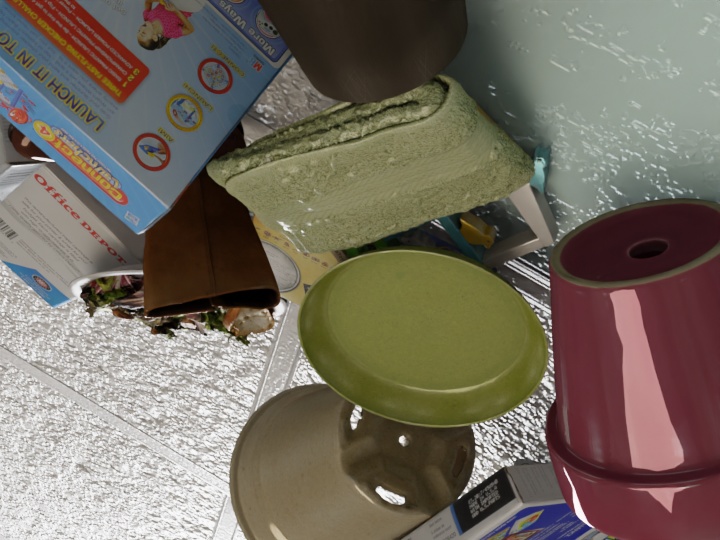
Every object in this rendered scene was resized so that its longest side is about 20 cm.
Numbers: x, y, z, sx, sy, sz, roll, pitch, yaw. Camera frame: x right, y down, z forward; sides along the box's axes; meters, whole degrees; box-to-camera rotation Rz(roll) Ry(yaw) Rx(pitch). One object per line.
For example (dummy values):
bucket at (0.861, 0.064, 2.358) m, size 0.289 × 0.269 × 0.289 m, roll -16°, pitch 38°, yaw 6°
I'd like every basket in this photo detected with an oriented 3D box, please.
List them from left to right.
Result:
basket at (-0.015, -0.213, 0.806) m, size 0.179 × 0.136 × 0.200 m, roll 0°, pitch 139°, yaw 23°

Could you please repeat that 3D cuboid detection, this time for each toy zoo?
toy zoo at (0.057, -0.051, 1.003) m, size 0.199 × 0.020 × 0.131 m, roll -24°, pitch 114°, yaw 33°

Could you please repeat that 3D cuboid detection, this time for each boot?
boot at (-0.168, -0.045, 1.018) m, size 0.187 × 0.201 × 0.069 m, roll 1°, pitch 146°, yaw -21°

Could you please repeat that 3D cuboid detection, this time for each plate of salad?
plate of salad at (-0.166, 0.035, 1.214) m, size 0.199 × 0.048 × 0.200 m, roll 3°, pitch 166°, yaw 1°

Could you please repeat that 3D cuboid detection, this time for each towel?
towel at (0.009, -0.067, 0.931) m, size 0.199 × 0.037 × 0.148 m, roll -18°, pitch 150°, yaw 27°

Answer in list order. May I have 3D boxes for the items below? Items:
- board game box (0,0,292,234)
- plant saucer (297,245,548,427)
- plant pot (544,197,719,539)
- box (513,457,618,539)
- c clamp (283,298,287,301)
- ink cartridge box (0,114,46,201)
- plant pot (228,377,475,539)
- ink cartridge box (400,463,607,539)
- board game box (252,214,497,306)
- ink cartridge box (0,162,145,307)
board game box at (-0.165, -0.164, 0.930) m, size 0.200 × 0.196 × 0.056 m, roll 43°, pitch 145°, yaw -13°
plant saucer at (0.050, 0.048, 1.051) m, size 0.199 × 0.031 × 0.201 m, roll 7°, pitch 136°, yaw 7°
plant pot at (0.212, 0.057, 0.915) m, size 0.199 × 0.200 × 0.180 m, roll 0°, pitch 119°, yaw 39°
box at (0.220, 0.263, 1.284) m, size 0.110 × 0.035 × 0.200 m, roll 4°, pitch 136°, yaw 36°
c clamp at (-0.082, -0.027, 1.182) m, size 0.170 × 0.027 × 0.201 m, roll 17°, pitch 143°, yaw 24°
ink cartridge box at (-0.335, -0.159, 1.152) m, size 0.199 × 0.040 × 0.201 m, roll -22°, pitch 79°, yaw 56°
plant pot at (0.004, 0.172, 1.196) m, size 0.200 × 0.201 × 0.183 m, roll 38°, pitch 148°, yaw -6°
ink cartridge box at (0.138, 0.226, 1.162) m, size 0.198 × 0.199 × 0.047 m, roll -45°, pitch 57°, yaw 37°
board game box at (0.000, 0.000, 1.118) m, size 0.199 × 0.035 × 0.136 m, roll 28°, pitch 144°, yaw -1°
ink cartridge box at (-0.276, -0.058, 1.254) m, size 0.146 × 0.084 × 0.200 m, roll 47°, pitch 143°, yaw -20°
